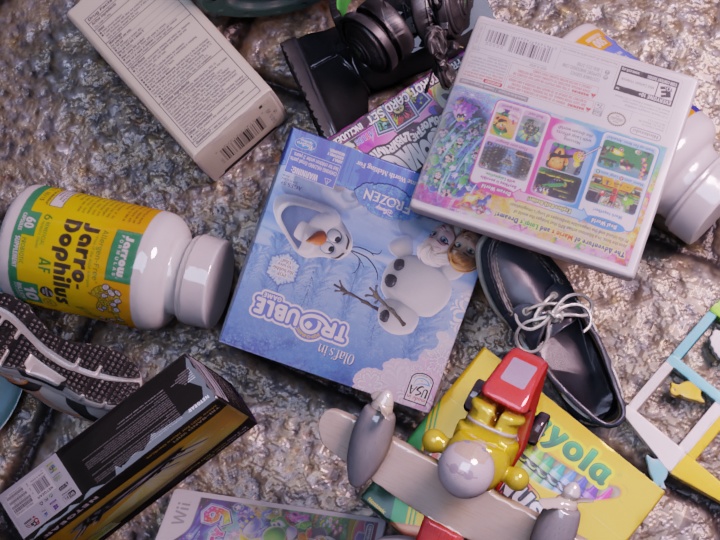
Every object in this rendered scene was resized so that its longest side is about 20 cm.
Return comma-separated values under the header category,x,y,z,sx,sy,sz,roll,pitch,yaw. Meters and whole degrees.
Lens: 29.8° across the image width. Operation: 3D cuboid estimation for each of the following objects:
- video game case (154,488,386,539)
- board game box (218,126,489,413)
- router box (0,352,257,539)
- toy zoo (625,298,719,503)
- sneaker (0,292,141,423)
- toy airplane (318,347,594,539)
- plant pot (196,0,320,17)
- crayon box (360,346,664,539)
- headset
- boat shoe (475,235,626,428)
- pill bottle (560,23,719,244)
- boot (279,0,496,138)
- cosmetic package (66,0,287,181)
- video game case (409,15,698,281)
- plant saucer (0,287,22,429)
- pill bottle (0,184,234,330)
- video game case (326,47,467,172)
category,x,y,z,sx,sy,sz,roll,pitch,yaw
video game case,-0.087,0.263,1.178,0.199,0.018,0.144,6,44,10
board game box,0.000,0.000,1.197,0.199,0.043,0.200,19,95,-6
router box,-0.197,0.164,1.186,0.200,0.157,0.052,-37,74,-1
toy zoo,0.323,0.117,1.190,0.131,0.020,0.200,40,86,15
sneaker,-0.298,0.089,1.245,0.199,0.080,0.074,28,55,5
toy airplane,0.080,0.176,1.089,0.199,0.141,0.200,-17,74,3
plant pot,-0.098,-0.333,1.277,0.200,0.201,0.162,-7,85,7
crayon box,0.131,0.197,1.179,0.200,0.058,0.173,39,85,15
headset,0.040,-0.233,1.212,0.123,0.094,0.200,-26,50,1
boat shoe,0.167,0.051,1.173,0.075,0.062,0.201,-28,97,-5
pill bottle,0.244,-0.119,1.211,0.200,0.112,0.112,42,86,16
boot,0.044,-0.188,1.287,0.199,0.066,0.165,-23,76,-2
cosmetic package,-0.175,-0.196,1.304,0.103,0.087,0.200,-40,76,-1
video game case,0.164,-0.106,1.152,0.199,0.024,0.183,19,81,12
plant saucer,-0.410,0.091,1.302,0.199,0.027,0.201,-2,77,7
pill bottle,-0.223,-0.007,1.252,0.199,0.113,0.113,13,79,11
video game case,0.064,-0.074,1.234,0.200,0.036,0.182,-32,97,0
